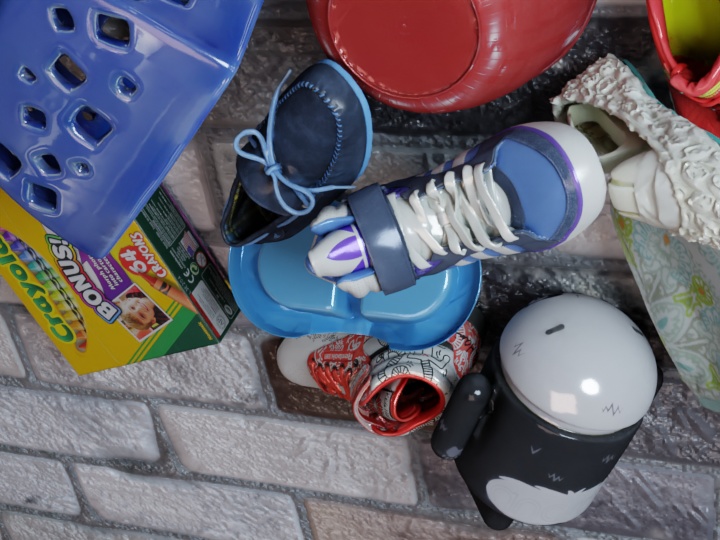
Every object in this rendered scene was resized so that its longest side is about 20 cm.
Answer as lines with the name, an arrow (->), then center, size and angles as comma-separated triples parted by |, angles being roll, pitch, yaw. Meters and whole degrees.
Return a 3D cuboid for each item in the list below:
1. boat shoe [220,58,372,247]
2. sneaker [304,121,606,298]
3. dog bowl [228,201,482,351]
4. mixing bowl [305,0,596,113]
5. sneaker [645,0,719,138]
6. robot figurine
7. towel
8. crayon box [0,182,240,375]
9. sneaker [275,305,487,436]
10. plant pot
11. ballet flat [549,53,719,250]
boat shoe -> -0.047, -0.061, 0.804 | 0.084, 0.069, 0.200 | 49, 151, 14
sneaker -> 0.043, -0.025, 0.748 | 0.200, 0.146, 0.081 | -9, 106, 64
dog bowl -> 0.000, 0.000, 0.907 | 0.199, 0.050, 0.112 | 5, 89, 21
mixing bowl -> 0.043, -0.174, 0.743 | 0.199, 0.109, 0.201 | 11, 129, 14
sneaker -> 0.210, -0.119, 0.727 | 0.077, 0.085, 0.200 | -13, 120, 32
robot figurine -> 0.142, 0.109, 0.909 | 0.125, 0.150, 0.200 | 32, 130, 14
towel -> 0.244, 0.020, 0.758 | 0.172, 0.048, 0.200 | 65, 165, -11
crayon box -> -0.224, -0.013, 1.019 | 0.172, 0.058, 0.200 | -15, 119, 32
sneaker -> -0.002, 0.082, 0.963 | 0.201, 0.108, 0.067 | -12, 121, 31
plant pot -> -0.177, -0.163, 0.764 | 0.179, 0.200, 0.200 | 28, 133, -16
ballet flat -> 0.168, -0.064, 0.718 | 0.071, 0.200, 0.072 | -7, 123, -12
